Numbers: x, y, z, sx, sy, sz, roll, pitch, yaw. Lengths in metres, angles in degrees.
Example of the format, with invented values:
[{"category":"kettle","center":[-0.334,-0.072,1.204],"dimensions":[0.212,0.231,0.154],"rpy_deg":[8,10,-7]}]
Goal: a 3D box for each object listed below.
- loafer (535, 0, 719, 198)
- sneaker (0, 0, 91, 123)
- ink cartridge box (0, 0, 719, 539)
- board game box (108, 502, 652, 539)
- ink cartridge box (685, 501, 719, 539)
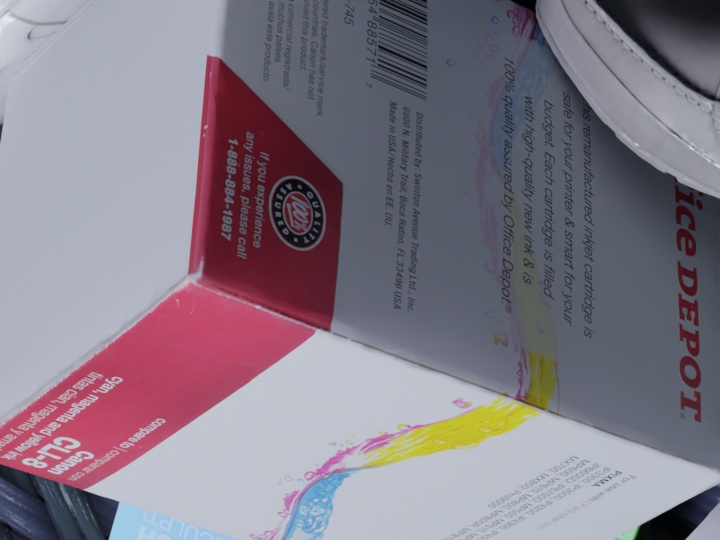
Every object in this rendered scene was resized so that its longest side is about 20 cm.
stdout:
[{"category":"loafer","center":[0.139,-0.046,0.784],"dimensions":[0.200,0.070,0.070],"rpy_deg":[36,137,19]},{"category":"sneaker","center":[-0.070,-0.097,0.896],"dimensions":[0.099,0.200,0.078],"rpy_deg":[46,-172,-15]},{"category":"ink cartridge box","center":[0.000,0.000,0.833],"dimensions":[0.200,0.146,0.145],"rpy_deg":[21,145,-28]},{"category":"board game box","center":[0.013,0.079,1.026],"dimensions":[0.200,0.040,0.153],"rpy_deg":[23,114,12]},{"category":"ink cartridge box","center":[0.191,0.137,0.856],"dimensions":[0.084,0.145,0.200],"rpy_deg":[19,142,43]}]
